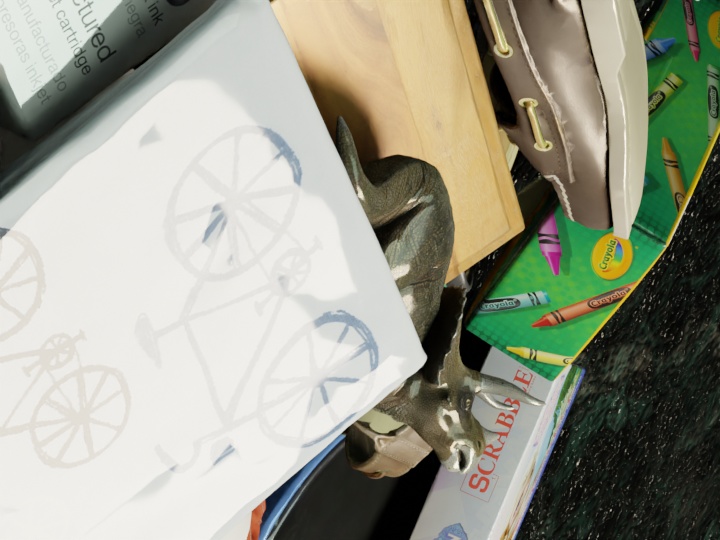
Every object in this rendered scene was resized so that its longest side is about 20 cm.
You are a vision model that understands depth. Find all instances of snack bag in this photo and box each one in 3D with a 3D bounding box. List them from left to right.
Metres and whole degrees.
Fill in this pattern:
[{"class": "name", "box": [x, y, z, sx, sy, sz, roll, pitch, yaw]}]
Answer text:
[{"class": "snack bag", "box": [-0.075, 0.033, 0.644, 0.200, 0.021, 0.189, -42, 140, -15]}]

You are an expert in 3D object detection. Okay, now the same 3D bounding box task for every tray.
[{"class": "tray", "box": [-0.001, -0.057, 0.791, 0.099, 0.037, 0.200, -35, 142, -11]}]

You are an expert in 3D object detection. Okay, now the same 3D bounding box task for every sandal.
[{"class": "sandal", "box": [0.017, 0.058, 0.940, 0.080, 0.057, 0.201, -48, 167, 9]}]

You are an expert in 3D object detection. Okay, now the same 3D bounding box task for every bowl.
[{"class": "bowl", "box": [-0.028, 0.147, 1.078, 0.201, 0.039, 0.201, -43, 147, -38]}]

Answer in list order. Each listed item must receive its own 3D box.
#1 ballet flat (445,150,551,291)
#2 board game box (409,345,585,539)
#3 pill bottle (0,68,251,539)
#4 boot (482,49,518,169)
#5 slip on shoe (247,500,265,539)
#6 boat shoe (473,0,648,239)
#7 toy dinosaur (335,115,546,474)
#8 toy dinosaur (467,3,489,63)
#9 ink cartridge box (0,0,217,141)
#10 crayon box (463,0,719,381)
[{"class": "ballet flat", "box": [0.076, -0.074, 1.046, 0.200, 0.073, 0.073, -60, 154, -11]}, {"class": "board game box", "box": [0.065, 0.136, 1.173, 0.200, 0.041, 0.200, 19, 94, -80]}, {"class": "pill bottle", "box": [-0.103, 0.030, 0.728, 0.120, 0.120, 0.200, -49, 145, -29]}, {"class": "boot", "box": [-0.008, -0.053, 0.901, 0.200, 0.073, 0.155, -47, 150, -14]}, {"class": "slip on shoe", "box": [-0.072, 0.070, 0.904, 0.200, 0.074, 0.061, 88, 22, -47]}, {"class": "boat shoe", "box": [0.079, -0.078, 0.826, 0.200, 0.059, 0.072, 70, 25, -59]}, {"class": "toy dinosaur", "box": [0.000, 0.000, 0.776, 0.102, 0.077, 0.200, -34, 139, -24]}, {"class": "toy dinosaur", "box": [0.041, -0.131, 0.818, 0.181, 0.105, 0.200, -20, 172, -15]}, {"class": "ink cartridge box", "box": [-0.069, -0.158, 0.617, 0.200, 0.084, 0.146, -40, 129, -24]}, {"class": "crayon box", "box": [0.133, -0.051, 1.087, 0.119, 0.058, 0.200, -56, -178, 45]}]
